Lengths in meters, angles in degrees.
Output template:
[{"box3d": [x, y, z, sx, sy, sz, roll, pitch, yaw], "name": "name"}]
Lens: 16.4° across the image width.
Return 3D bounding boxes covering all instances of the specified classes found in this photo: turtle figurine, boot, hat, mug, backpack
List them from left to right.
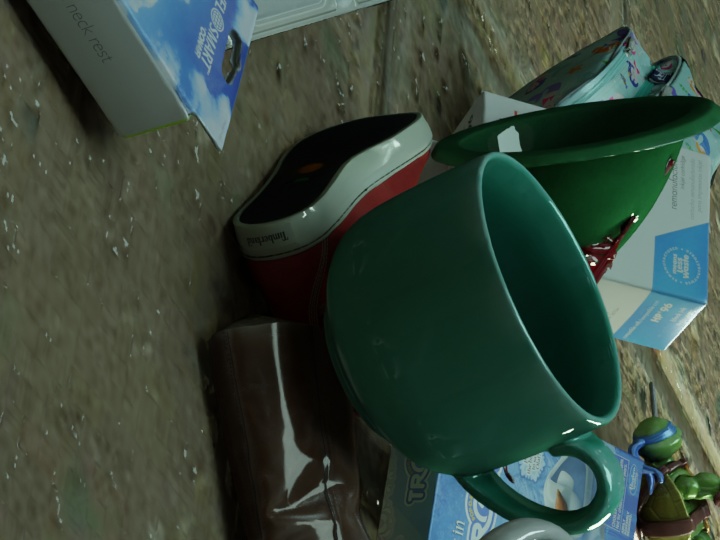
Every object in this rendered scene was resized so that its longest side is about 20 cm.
[{"box3d": [-0.001, 0.116, 1.317, 0.186, 0.064, 0.200, 8, 67, -52], "name": "boot"}, {"box3d": [0.000, 0.000, 1.420, 0.200, 0.072, 0.144, -49, 126, -56], "name": "boot"}, {"box3d": [0.054, 0.043, 1.294, 0.152, 0.114, 0.185, 38, 35, -50], "name": "mug"}, {"box3d": [0.129, 0.001, 1.478, 0.166, 0.200, 0.176, -162, -120, -66], "name": "hat"}, {"box3d": [0.159, -0.062, 1.732, 0.151, 0.177, 0.200, 47, 32, -17], "name": "backpack"}, {"box3d": [0.284, 0.196, 1.986, 0.200, 0.144, 0.194, -31, 113, -65], "name": "turtle figurine"}]

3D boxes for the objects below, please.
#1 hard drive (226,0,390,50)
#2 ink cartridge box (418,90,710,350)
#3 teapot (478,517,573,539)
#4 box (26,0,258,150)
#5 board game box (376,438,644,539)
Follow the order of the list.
[{"box3d": [-0.048, -0.200, 1.354, 0.200, 0.038, 0.140, -23, 103, -53], "name": "hard drive"}, {"box3d": [0.115, -0.036, 1.562, 0.068, 0.200, 0.116, 125, -24, -55], "name": "ink cartridge box"}, {"box3d": [0.068, 0.254, 1.203, 0.146, 0.197, 0.200, 14, 43, -47], "name": "teapot"}, {"box3d": [-0.121, -0.160, 1.181, 0.200, 0.048, 0.122, 58, 28, -35], "name": "box"}, {"box3d": [0.085, 0.180, 1.459, 0.199, 0.043, 0.200, 27, 66, -45], "name": "board game box"}]
